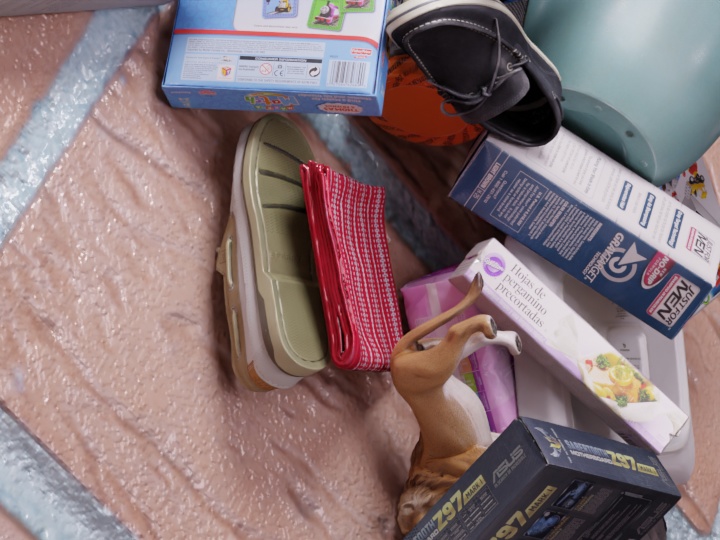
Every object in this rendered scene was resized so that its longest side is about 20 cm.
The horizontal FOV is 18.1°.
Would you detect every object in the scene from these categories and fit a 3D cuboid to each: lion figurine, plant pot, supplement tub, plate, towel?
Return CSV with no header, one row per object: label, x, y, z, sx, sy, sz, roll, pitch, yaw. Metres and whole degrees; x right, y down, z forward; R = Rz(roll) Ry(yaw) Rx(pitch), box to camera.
lion figurine,0.064,0.103,1.625,0.072,0.122,0.200,-52,127,-66
plant pot,0.204,-0.155,1.761,0.201,0.200,0.161,49,56,-27
supplement tub,0.067,-0.204,1.721,0.123,0.122,0.200,36,54,-36
plate,0.193,0.069,1.729,0.199,0.032,0.200,1,82,-44
towel,0.000,0.000,1.599,0.200,0.022,0.145,12,69,-77

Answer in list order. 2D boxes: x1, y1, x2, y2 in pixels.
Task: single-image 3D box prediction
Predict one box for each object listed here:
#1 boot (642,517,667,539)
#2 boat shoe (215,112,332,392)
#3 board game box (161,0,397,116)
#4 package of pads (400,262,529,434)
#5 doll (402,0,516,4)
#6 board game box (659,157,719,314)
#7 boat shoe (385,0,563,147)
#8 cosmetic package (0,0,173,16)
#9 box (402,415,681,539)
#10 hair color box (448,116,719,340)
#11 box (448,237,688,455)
boot,0.197,0.216,1.769,0.200,0.070,0.132,81,29,-42
boat shoe,-0.068,-0.013,1.562,0.075,0.068,0.200,20,54,-38
board game box,-0.048,-0.206,1.581,0.037,0.151,0.200,68,27,-65
package of pads,0.110,0.088,1.723,0.120,0.076,0.200,-20,95,-53
doll,0.093,-0.212,1.560,0.136,0.200,0.049,-1,69,-34
board game box,0.226,-0.008,1.821,0.200,0.035,0.126,-34,110,-40
boat shoe,0.086,-0.140,1.579,0.200,0.075,0.062,30,42,-54
cosmetic package,-0.185,-0.231,1.483,0.200,0.081,0.113,-15,89,-48
box,0.110,0.198,1.609,0.158,0.200,0.051,16,32,-44
hair color box,0.171,-0.041,1.686,0.200,0.061,0.100,32,29,-2
box,0.152,0.057,1.647,0.200,0.041,0.039,42,75,-6
